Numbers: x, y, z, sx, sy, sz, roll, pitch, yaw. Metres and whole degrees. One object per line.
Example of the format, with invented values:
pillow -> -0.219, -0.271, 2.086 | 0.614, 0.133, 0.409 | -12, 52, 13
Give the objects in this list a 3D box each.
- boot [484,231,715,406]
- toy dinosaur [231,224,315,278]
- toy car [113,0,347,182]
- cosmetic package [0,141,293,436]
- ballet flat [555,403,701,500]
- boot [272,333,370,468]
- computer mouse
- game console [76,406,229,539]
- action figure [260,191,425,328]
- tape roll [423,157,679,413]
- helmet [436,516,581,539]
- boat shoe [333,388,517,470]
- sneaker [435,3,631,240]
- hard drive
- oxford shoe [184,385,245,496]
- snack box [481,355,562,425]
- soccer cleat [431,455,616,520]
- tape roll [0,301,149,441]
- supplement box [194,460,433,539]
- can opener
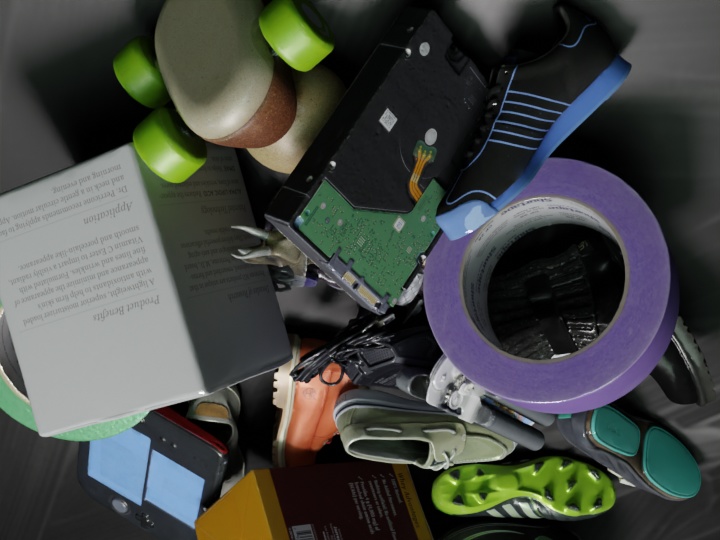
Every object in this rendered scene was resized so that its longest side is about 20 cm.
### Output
boot -> 0.213, 0.065, 1.014 | 0.157, 0.080, 0.212 | -31, 105, 13
toy dinosaur -> -0.003, -0.051, 0.910 | 0.200, 0.077, 0.102 | -44, 151, -2
toy car -> -0.063, -0.140, 0.887 | 0.164, 0.158, 0.200 | -37, 143, 21
cosmetic package -> -0.183, 0.011, 0.926 | 0.164, 0.165, 0.201 | -16, 90, 23
ballet flat -> 0.269, 0.180, 1.136 | 0.200, 0.073, 0.073 | 32, 127, -33
boot -> -0.039, 0.154, 1.149 | 0.106, 0.075, 0.201 | 4, 130, -4
computer mouse -> 0.044, 0.075, 1.054 | 0.199, 0.053, 0.138 | 13, 150, -36
game console -> -0.230, 0.215, 1.205 | 0.176, 0.031, 0.201 | 31, 133, 16
action figure -> 0.000, 0.000, 1.017 | 0.199, 0.070, 0.131 | 15, 125, -10
tape roll -> 0.157, 0.014, 0.915 | 0.199, 0.201, 0.085 | -14, 163, 18
helmet -> 0.148, 0.366, 1.219 | 0.189, 0.201, 0.201 | -2, 132, -14
boat shoe -> 0.066, 0.169, 1.102 | 0.199, 0.062, 0.072 | 10, 134, -17
sneaker -> 0.118, -0.116, 0.865 | 0.078, 0.070, 0.200 | 44, 86, -10
hard drive -> 0.027, -0.082, 0.863 | 0.038, 0.201, 0.140 | 20, 164, 47
oxford shoe -> -0.164, 0.200, 1.211 | 0.075, 0.058, 0.201 | 7, 132, -1
snack box -> 0.159, 0.126, 1.128 | 0.072, 0.024, 0.200 | 34, 126, -21
soccer cleat -> 0.174, 0.238, 1.202 | 0.198, 0.068, 0.081 | 2, 160, -5
tape roll -> -0.282, 0.070, 1.089 | 0.199, 0.048, 0.202 | 2, 115, 5
supplement box -> -0.034, 0.313, 1.143 | 0.199, 0.198, 0.133 | 3, 146, -39
can opener -> 0.115, 0.119, 1.045 | 0.200, 0.066, 0.053 | 29, 86, -43
